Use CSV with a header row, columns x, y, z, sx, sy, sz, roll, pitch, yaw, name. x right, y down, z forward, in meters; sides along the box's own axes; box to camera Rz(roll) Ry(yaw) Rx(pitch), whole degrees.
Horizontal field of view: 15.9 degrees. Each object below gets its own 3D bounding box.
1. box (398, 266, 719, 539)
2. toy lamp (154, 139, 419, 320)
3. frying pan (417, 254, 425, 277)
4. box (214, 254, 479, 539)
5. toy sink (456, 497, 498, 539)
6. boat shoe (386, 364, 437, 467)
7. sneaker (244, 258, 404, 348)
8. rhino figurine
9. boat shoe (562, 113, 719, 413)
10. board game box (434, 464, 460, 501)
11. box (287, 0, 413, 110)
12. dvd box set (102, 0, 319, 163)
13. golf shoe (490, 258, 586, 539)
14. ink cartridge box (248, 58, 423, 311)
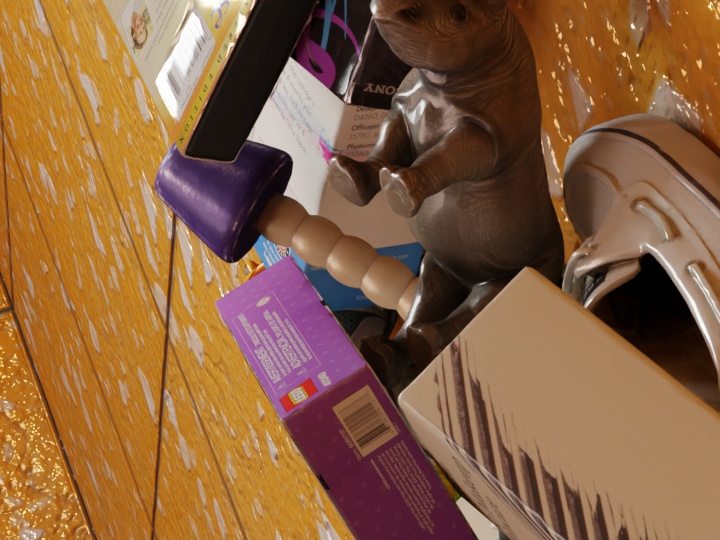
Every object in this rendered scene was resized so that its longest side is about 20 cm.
x,y,z,sx,sy,sz,roll,pitch,yaw,name
0.107,0.090,0.835,0.200,0.068,0.082,39,169,37,box
0.000,0.000,1.135,0.199,0.058,0.058,32,155,10,toy lamp
0.070,0.074,1.223,0.115,0.031,0.191,89,158,-57,frying pan
0.021,0.101,0.965,0.201,0.039,0.137,59,178,-21,box
0.075,0.182,1.128,0.112,0.200,0.130,46,180,-31,toy sink
0.005,0.063,1.362,0.075,0.062,0.200,43,-176,-26,boat shoe
-0.022,0.015,1.282,0.078,0.077,0.200,-51,19,22,sneaker
0.034,-0.049,0.957,0.060,0.087,0.201,30,142,38,rhino figurine
0.106,0.003,0.920,0.200,0.069,0.071,-130,26,-56,boat shoe
0.037,0.187,1.323,0.030,0.096,0.201,25,151,30,board game box
-0.020,-0.172,1.101,0.200,0.036,0.144,44,122,51,box
-0.071,-0.165,1.116,0.147,0.029,0.201,-62,39,30,dvd box set
0.074,0.072,1.045,0.088,0.077,0.201,-57,38,37,golf shoe
-0.006,-0.093,1.196,0.117,0.067,0.201,60,147,40,ink cartridge box
